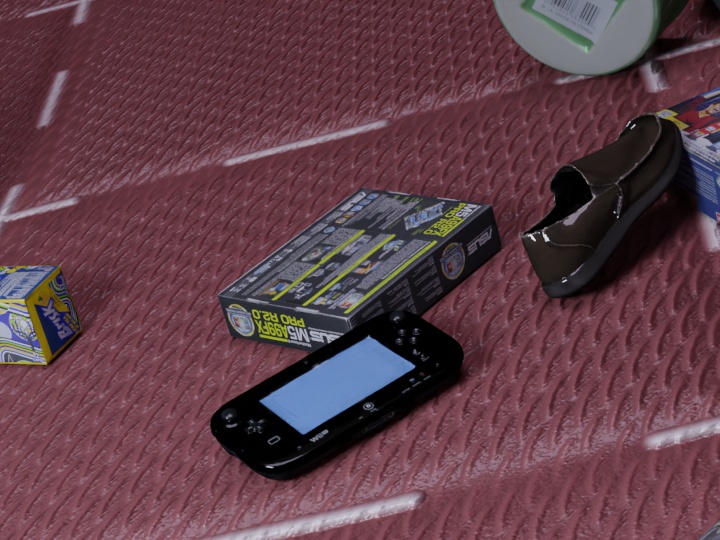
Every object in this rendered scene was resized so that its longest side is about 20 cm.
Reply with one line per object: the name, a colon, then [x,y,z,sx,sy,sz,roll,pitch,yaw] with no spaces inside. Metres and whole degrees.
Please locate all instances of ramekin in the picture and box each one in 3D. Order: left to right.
ramekin: [0.228,-0.292,2.027,0.199,0.201,0.098,-1,37,30]

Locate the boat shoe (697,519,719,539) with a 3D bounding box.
boat shoe: [0.254,0.160,1.242,0.200,0.072,0.065,-36,36,-24]

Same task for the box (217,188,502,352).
box: [0.000,0.000,1.747,0.160,0.045,0.200,9,36,42]

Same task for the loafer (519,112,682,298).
loafer: [0.199,-0.068,1.671,0.073,0.071,0.200,-17,31,53]

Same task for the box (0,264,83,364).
box: [-0.357,0.040,1.853,0.199,0.070,0.064,0,29,31]

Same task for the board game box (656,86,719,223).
board game box: [0.370,-0.111,1.724,0.199,0.062,0.200,-22,26,-12]

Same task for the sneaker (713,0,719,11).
sneaker: [0.380,-0.280,2.060,0.074,0.107,0.200,-20,-5,7]

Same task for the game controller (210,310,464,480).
game controller: [-0.017,0.094,1.570,0.199,0.042,0.104,-30,28,-24]
